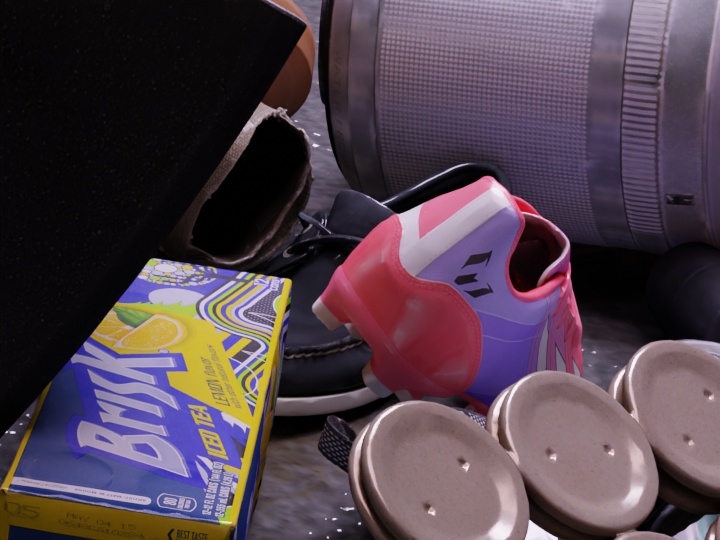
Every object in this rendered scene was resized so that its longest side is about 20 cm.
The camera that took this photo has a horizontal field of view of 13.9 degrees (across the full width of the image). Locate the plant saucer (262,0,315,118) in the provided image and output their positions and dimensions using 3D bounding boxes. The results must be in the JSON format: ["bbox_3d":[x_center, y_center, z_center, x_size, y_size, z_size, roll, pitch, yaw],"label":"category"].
[{"bbox_3d":[-0.118,-0.083,1.170,0.199,0.033,0.200,3,-20,1],"label":"plant saucer"}]

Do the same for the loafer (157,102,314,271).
[{"bbox_3d":[-0.054,-0.032,1.092,0.067,0.076,0.200,36,1,17],"label":"loafer"}]

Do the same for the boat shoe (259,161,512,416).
[{"bbox_3d":[0.002,0.001,1.088,0.074,0.067,0.199,23,24,32],"label":"boat shoe"}]

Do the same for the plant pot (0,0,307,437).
[{"bbox_3d":[-0.166,-0.041,0.880,0.199,0.178,0.200,27,-3,-22],"label":"plant pot"}]

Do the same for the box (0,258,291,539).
[{"bbox_3d":[-0.065,0.060,0.904,0.070,0.065,0.200,9,21,0],"label":"box"}]

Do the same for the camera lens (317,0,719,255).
[{"bbox_3d":[0.092,-0.092,1.216,0.199,0.161,0.160,8,18,18],"label":"camera lens"}]

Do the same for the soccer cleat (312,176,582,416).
[{"bbox_3d":[0.049,0.011,0.996,0.067,0.076,0.200,55,13,17],"label":"soccer cleat"}]

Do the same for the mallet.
[{"bbox_3d":[0.213,0.027,1.162,0.199,0.041,0.066,9,18,-13],"label":"mallet"}]

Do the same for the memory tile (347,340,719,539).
[{"bbox_3d":[0.095,0.088,0.776,0.199,0.017,0.154,-11,63,-43],"label":"memory tile"}]

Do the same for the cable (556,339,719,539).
[{"bbox_3d":[0.062,0.098,0.809,0.096,0.051,0.201,1,37,12],"label":"cable"}]

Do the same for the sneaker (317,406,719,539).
[{"bbox_3d":[0.056,0.065,0.923,0.139,0.078,0.200,13,20,8],"label":"sneaker"}]
